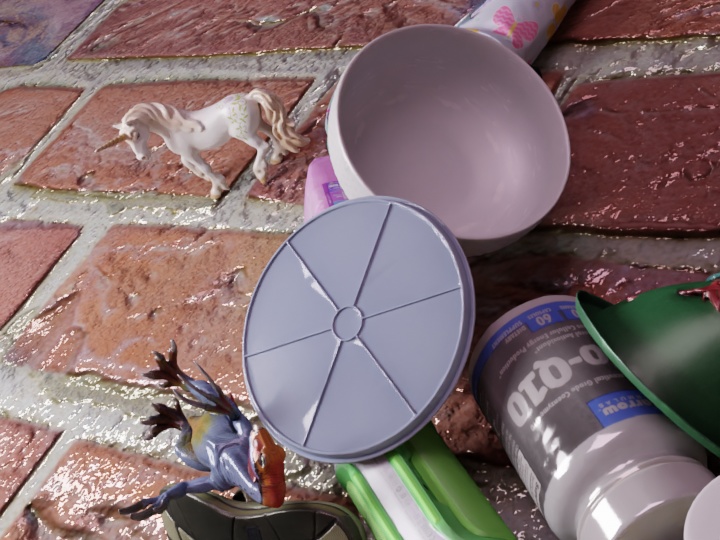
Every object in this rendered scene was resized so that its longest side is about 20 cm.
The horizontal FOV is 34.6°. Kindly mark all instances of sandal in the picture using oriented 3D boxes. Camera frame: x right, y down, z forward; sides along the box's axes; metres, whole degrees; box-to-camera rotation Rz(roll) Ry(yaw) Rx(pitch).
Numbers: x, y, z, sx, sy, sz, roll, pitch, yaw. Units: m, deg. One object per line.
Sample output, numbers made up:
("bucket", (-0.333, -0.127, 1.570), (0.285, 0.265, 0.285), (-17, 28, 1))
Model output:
("sandal", (-0.072, 0.198, 0.871), (0.201, 0.080, 0.057), (0, 14, 34))

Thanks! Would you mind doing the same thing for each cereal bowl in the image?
("cereal bowl", (0.064, -0.097, 0.946), (0.200, 0.200, 0.083), (-54, 1, -29))

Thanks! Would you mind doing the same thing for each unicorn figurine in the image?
("unicorn figurine", (-0.168, -0.142, 1.248), (0.200, 0.137, 0.074), (-28, 38, 1))

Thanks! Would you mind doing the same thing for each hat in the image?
("hat", (0.258, 0.016, 0.731), (0.176, 0.165, 0.200), (-52, 33, 17))

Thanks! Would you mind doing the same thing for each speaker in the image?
("speaker", (0.049, 0.173, 0.800), (0.088, 0.089, 0.200), (-33, 38, -5))

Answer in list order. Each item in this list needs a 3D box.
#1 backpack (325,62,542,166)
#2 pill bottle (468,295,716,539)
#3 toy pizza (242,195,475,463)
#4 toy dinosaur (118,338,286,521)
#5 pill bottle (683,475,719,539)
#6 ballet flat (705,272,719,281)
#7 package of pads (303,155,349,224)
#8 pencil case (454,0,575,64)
("backpack", (0.069, -0.129, 1.089), (0.200, 0.127, 0.167), (-2, 43, 23))
("pill bottle", (0.158, 0.115, 0.774), (0.114, 0.114, 0.200), (-29, 38, 0))
("toy pizza", (-0.002, 0.042, 0.845), (0.200, 0.032, 0.201), (-12, 66, 30))
("toy dinosaur", (-0.095, 0.121, 0.871), (0.181, 0.200, 0.105), (26, 106, 36))
("pill bottle", (0.222, 0.185, 0.584), (0.109, 0.200, 0.109), (-17, 39, 15))
("ballet flat", (0.346, 0.017, 0.822), (0.200, 0.070, 0.065), (-16, 67, 20))
("package of pads", (0.000, 0.000, 0.996), (0.075, 0.121, 0.200), (-8, 37, -8))
("pencil case", (0.168, -0.276, 1.233), (0.091, 0.083, 0.200), (25, 59, 21))
